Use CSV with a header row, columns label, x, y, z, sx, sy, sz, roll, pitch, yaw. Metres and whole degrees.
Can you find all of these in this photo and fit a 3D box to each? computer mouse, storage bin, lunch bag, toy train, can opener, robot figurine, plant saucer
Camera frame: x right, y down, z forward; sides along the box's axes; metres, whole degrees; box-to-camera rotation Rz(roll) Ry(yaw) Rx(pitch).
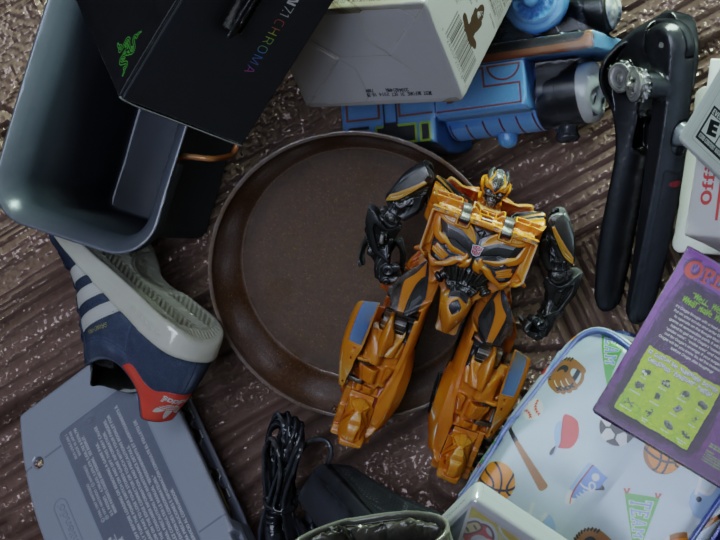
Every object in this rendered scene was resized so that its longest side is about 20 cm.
label,x,y,z,sx,sy,sz,roll,pitch,yaw
computer mouse,-0.001,0.186,1.643,0.199,0.053,0.139,22,120,36
storage bin,-0.134,-0.110,1.722,0.145,0.134,0.201,17,92,21
lunch bag,0.156,0.149,1.626,0.160,0.076,0.201,36,97,17
toy train,0.077,-0.135,1.674,0.199,0.087,0.115,-5,88,23
can opener,0.184,-0.064,1.628,0.063,0.078,0.202,19,105,52
robot figurine,0.058,0.030,1.635,0.144,0.058,0.201,18,112,-2
plant saucer,0.000,0.000,1.681,0.199,0.035,0.202,3,110,7

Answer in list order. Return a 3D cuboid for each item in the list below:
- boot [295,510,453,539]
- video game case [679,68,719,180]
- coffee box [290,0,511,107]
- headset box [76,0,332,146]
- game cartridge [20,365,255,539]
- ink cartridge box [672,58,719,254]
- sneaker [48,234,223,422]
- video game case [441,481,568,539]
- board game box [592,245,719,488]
label,x,y,z,sx,sy,sz,roll,pitch,yaw
boot,-0.007,0.246,1.548,0.181,0.201,0.073,-18,37,6
video game case,0.287,-0.097,1.468,0.200,0.022,0.183,50,119,43
coffee box,0.037,-0.198,1.599,0.114,0.080,0.201,0,44,29
headset box,-0.087,-0.199,1.525,0.175,0.092,0.200,-55,35,22
game cartridge,-0.156,0.156,1.738,0.133,0.040,0.201,-33,60,11
ink cartridge box,0.270,-0.066,1.564,0.199,0.068,0.116,4,80,37
sneaker,-0.168,0.030,1.732,0.200,0.075,0.085,47,119,48
video game case,0.097,0.240,1.580,0.199,0.023,0.182,34,124,-12
board game box,0.256,0.086,1.558,0.199,0.032,0.121,31,90,11
